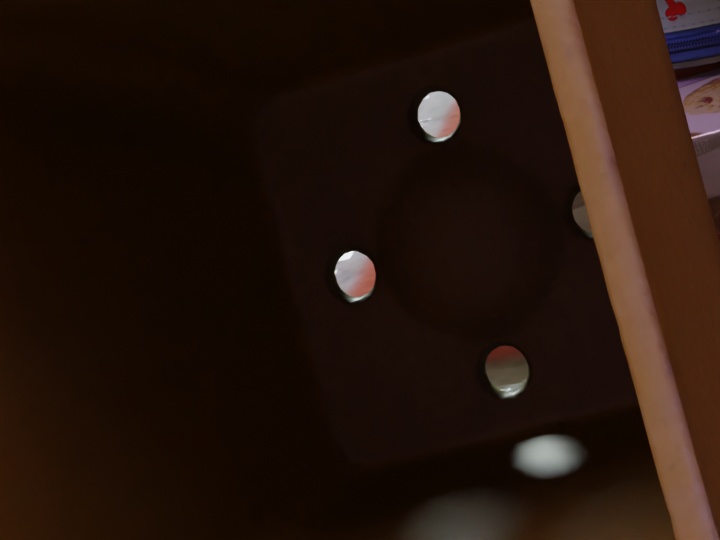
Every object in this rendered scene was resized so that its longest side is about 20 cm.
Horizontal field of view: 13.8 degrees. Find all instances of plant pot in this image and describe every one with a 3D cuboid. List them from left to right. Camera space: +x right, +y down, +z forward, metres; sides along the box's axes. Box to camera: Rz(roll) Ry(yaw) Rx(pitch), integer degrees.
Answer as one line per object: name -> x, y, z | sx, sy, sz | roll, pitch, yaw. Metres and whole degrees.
plant pot -> 0.000, 0.000, 0.723 | 0.195, 0.195, 0.200 | -15, 0, 22

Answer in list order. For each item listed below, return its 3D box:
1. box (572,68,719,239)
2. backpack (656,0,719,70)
box -> 0.149, -0.045, 0.837 | 0.199, 0.039, 0.041 | -14, 31, 22
backpack -> 0.113, -0.143, 0.893 | 0.183, 0.147, 0.200 | -27, 9, -29
